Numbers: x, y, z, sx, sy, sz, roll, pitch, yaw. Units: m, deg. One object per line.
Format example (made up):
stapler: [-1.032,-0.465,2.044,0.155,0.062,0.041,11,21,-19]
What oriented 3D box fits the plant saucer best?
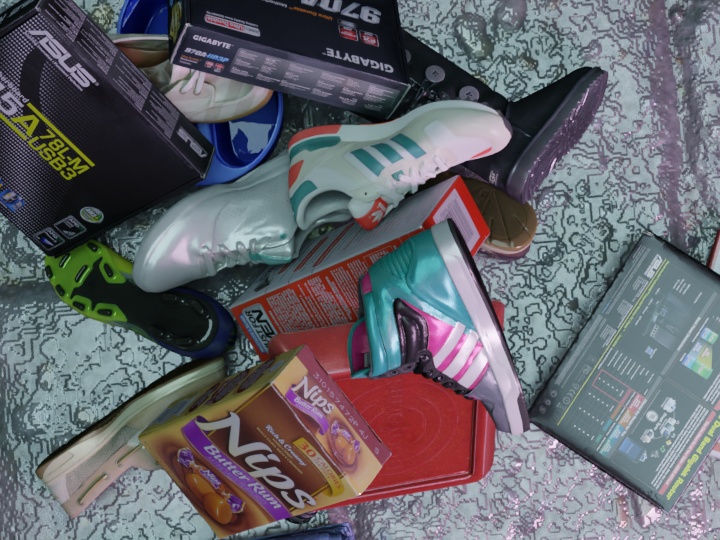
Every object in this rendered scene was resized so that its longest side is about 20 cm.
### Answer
plant saucer: [0.026,0.125,1.246,0.199,0.037,0.200,-8,129,-9]

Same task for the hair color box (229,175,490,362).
hair color box: [0.000,0.000,1.249,0.199,0.111,0.064,-21,106,30]

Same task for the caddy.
caddy: [-0.139,-0.173,1.305,0.140,0.105,0.201,-6,88,1]

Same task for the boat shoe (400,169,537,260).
boat shoe: [0.061,-0.060,1.312,0.200,0.066,0.072,25,65,14]

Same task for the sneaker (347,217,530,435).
sneaker: [0.052,0.064,1.146,0.120,0.084,0.201,-22,120,7]

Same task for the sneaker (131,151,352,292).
sneaker: [-0.097,-0.029,1.262,0.199,0.075,0.089,-32,61,-20]

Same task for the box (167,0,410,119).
box: [-0.063,-0.218,1.237,0.199,0.046,0.160,12,47,-22]

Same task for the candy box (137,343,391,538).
candy box: [-0.082,0.143,1.203,0.117,0.200,0.056,52,46,-11]

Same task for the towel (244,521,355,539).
towel: [-0.096,0.296,1.319,0.199,0.049,0.112,-10,88,2]

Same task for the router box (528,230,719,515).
router box: [0.260,0.088,1.288,0.149,0.062,0.201,34,93,14]

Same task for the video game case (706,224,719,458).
video game case: [0.360,0.075,1.320,0.142,0.017,0.201,17,89,3]

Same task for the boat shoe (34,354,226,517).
boat shoe: [-0.194,0.147,1.320,0.200,0.072,0.065,-35,94,5]

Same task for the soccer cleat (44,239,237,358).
soccer cleat: [-0.198,0.027,1.324,0.199,0.084,0.065,24,86,24]

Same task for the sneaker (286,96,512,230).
sneaker: [0.030,-0.078,1.219,0.199,0.070,0.094,-7,62,20]

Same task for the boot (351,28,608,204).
boot: [0.099,-0.163,1.316,0.199,0.066,0.165,29,55,20]

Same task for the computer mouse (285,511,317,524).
computer mouse: [-0.024,0.118,1.321,0.200,0.053,0.139,-38,97,10]

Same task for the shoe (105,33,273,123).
shoe: [-0.171,-0.161,1.231,0.199,0.053,0.070,6,95,9]

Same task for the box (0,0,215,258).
box: [-0.255,-0.118,1.227,0.192,0.048,0.200,-22,125,33]
